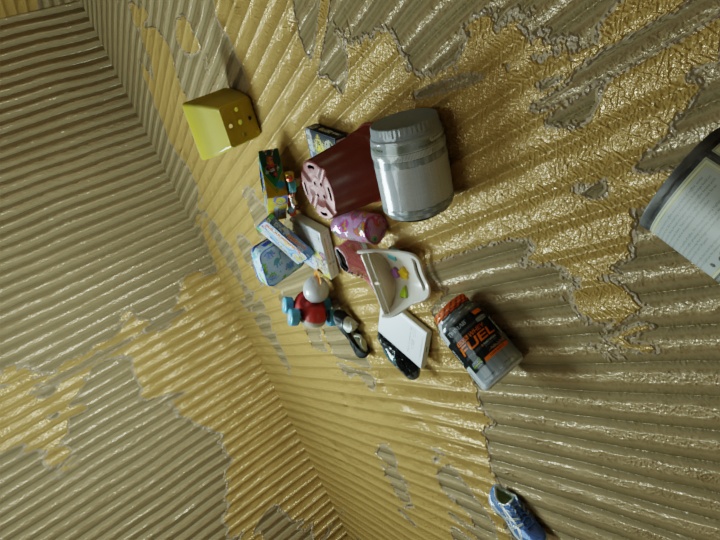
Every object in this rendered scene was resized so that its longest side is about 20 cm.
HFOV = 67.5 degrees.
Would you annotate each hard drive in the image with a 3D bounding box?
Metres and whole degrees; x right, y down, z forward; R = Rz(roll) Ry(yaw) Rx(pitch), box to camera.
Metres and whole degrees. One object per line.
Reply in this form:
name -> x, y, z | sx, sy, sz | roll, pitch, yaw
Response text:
hard drive -> 0.128, 0.180, 1.602 | 0.199, 0.026, 0.135 | 39, 135, 40

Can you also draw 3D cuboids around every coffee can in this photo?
coffee can -> 0.466, -0.051, 0.642 | 0.200, 0.145, 0.148 | 47, 151, 27

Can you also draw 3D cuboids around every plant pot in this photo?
plant pot -> -0.466, -0.515, 1.880 | 0.174, 0.199, 0.204 | 12, 127, 44
plant pot -> -0.030, -0.234, 1.326 | 0.200, 0.193, 0.204 | 42, 148, 35

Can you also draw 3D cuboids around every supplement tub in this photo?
supplement tub -> 0.267, 0.161, 1.242 | 0.201, 0.121, 0.123 | 51, 152, 20

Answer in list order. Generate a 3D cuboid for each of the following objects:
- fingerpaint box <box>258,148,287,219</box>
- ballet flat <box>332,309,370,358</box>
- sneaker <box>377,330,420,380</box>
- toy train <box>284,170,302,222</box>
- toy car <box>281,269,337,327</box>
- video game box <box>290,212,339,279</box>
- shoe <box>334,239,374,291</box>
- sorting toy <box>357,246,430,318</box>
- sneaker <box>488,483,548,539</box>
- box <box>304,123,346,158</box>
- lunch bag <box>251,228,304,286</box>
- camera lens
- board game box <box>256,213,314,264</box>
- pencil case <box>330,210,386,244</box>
fingerpaint box -> -0.296, -0.283, 1.814 | 0.200, 0.071, 0.171 | 120, 138, -72
ballet flat -> -0.022, 0.219, 1.907 | 0.068, 0.068, 0.202 | -18, 109, 53
sneaker -> 0.125, 0.266, 1.681 | 0.201, 0.074, 0.080 | 53, 164, 37
toy train -> -0.218, -0.250, 1.784 | 0.200, 0.054, 0.154 | 163, 96, -78
toy car -> -0.169, 0.083, 1.936 | 0.177, 0.180, 0.205 | -131, 49, -58
video game box -> -0.158, -0.087, 1.874 | 0.199, 0.046, 0.186 | 31, 139, 48
shoe -> 0.000, 0.000, 1.613 | 0.203, 0.090, 0.071 | 62, 154, 0
sorting toy -> 0.108, 0.016, 1.436 | 0.178, 0.106, 0.204 | -3, 112, 54
sneaker -> 0.430, 0.678, 1.490 | 0.199, 0.075, 0.078 | 34, 148, 42
box -> -0.082, -0.300, 1.524 | 0.161, 0.048, 0.204 | 36, 144, 47
lunch bag -> -0.304, -0.055, 1.998 | 0.082, 0.199, 0.164 | 23, 137, 41
camera lens -> 0.108, -0.216, 1.128 | 0.159, 0.158, 0.204 | 24, 136, 51
board game box -> -0.263, -0.107, 1.870 | 0.199, 0.035, 0.135 | 41, 159, -14
pencil case -> -0.006, -0.123, 1.521 | 0.199, 0.086, 0.089 | 13, 127, 58
